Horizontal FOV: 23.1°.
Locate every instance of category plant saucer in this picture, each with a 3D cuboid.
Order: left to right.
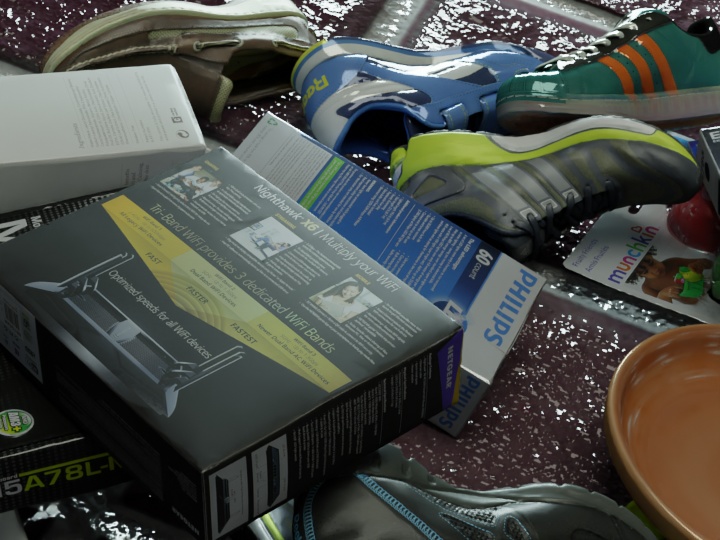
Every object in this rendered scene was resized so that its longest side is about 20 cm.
[{"bbox_3d":[0.228,0.111,0.980,0.200,0.038,0.200,11,40,-9],"label":"plant saucer"}]

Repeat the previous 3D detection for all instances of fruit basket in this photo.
[{"bbox_3d":[0.259,-0.022,1.140,0.200,0.094,0.185,27,44,18],"label":"fruit basket"}]

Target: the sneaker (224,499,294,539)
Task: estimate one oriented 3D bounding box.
[{"bbox_3d":[-0.036,0.133,0.917,0.081,0.074,0.200,-9,49,-27],"label":"sneaker"}]

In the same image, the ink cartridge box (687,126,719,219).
[{"bbox_3d":[0.271,-0.051,1.093,0.099,0.039,0.200,-9,33,0],"label":"ink cartridge box"}]

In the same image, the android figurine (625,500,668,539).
[{"bbox_3d":[0.208,0.191,0.942,0.200,0.041,0.182,-13,49,-28],"label":"android figurine"}]

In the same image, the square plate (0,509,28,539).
[{"bbox_3d":[-0.270,0.139,0.880,0.198,0.028,0.200,-10,48,-23],"label":"square plate"}]

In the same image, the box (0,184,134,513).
[{"bbox_3d":[-0.174,0.040,0.933,0.193,0.048,0.200,-14,41,-13],"label":"box"}]

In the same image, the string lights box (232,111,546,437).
[{"bbox_3d":[0.000,0.000,1.047,0.200,0.059,0.103,32,45,3],"label":"string lights box"}]

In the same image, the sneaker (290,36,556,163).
[{"bbox_3d":[0.055,-0.106,1.192,0.200,0.074,0.082,-2,50,-13],"label":"sneaker"}]

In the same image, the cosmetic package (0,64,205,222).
[{"bbox_3d":[-0.201,-0.051,1.041,0.200,0.108,0.085,-5,46,-21],"label":"cosmetic package"}]

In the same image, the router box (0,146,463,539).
[{"bbox_3d":[-0.073,0.029,0.871,0.157,0.052,0.200,-27,46,-30],"label":"router box"}]

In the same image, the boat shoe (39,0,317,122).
[{"bbox_3d":[-0.111,-0.137,1.180,0.202,0.075,0.075,-17,57,-29],"label":"boat shoe"}]

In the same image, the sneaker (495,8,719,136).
[{"bbox_3d":[0.169,-0.134,1.183,0.200,0.071,0.080,-6,83,-34],"label":"sneaker"}]

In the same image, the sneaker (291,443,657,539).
[{"bbox_3d":[0.058,0.148,0.877,0.200,0.073,0.082,13,44,-13],"label":"sneaker"}]

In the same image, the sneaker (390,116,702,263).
[{"bbox_3d":[0.116,-0.042,1.115,0.200,0.074,0.081,-5,58,15],"label":"sneaker"}]
